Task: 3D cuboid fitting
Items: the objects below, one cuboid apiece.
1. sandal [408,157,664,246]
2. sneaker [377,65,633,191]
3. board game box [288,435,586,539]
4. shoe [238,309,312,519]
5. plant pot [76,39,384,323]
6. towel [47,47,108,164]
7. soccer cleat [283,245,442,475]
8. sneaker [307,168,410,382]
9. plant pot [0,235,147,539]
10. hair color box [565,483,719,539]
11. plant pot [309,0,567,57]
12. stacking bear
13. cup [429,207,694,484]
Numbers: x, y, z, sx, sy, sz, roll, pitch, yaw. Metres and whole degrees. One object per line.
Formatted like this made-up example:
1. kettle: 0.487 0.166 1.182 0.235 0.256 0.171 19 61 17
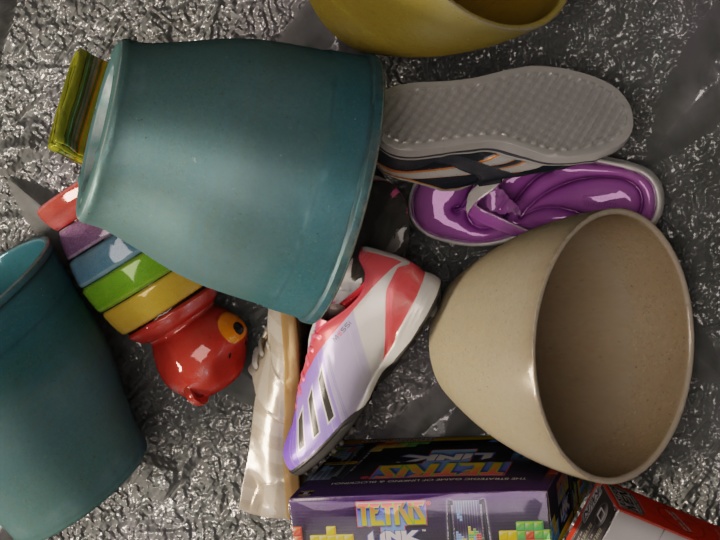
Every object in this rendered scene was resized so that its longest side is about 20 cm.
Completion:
1. sandal: 0.131 -0.060 1.684 0.201 0.050 0.083 -2 96 17
2. sneaker: 0.101 -0.106 1.649 0.199 0.079 0.079 0 70 -7
3. board game box: 0.062 0.173 1.681 0.199 0.165 0.057 -3 99 14
4. shoe: -0.070 0.104 1.753 0.053 0.070 0.201 3 102 7
5. plant pot: -0.102 -0.080 1.588 0.187 0.200 0.201 13 103 -12
6. towel: -0.142 -0.096 1.691 0.199 0.018 0.087 23 66 -25
7. soccer cleat: -0.015 0.069 1.680 0.073 0.068 0.200 31 114 -7
8. sneaker: 0.000 0.000 1.721 0.080 0.086 0.201 5 122 -13
9. plant pot: -0.274 0.107 1.753 0.200 0.200 0.188 -31 105 17
10. hair color box: 0.250 0.243 1.659 0.199 0.061 0.102 23 105 -16
11. plant pot: 0.039 -0.238 1.624 0.142 0.200 0.201 -30 91 43
12. stacking bear: -0.160 0.009 1.743 0.113 0.121 0.201 -30 94 27
13. cup: 0.136 0.053 1.645 0.143 0.200 0.202 2 101 42
